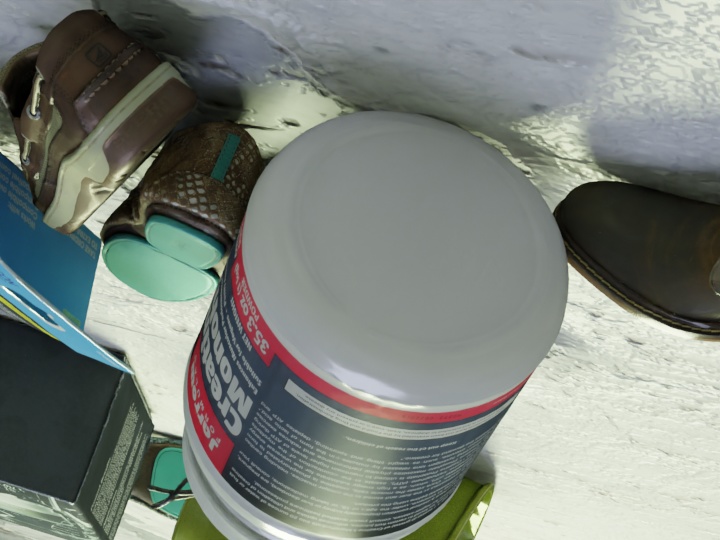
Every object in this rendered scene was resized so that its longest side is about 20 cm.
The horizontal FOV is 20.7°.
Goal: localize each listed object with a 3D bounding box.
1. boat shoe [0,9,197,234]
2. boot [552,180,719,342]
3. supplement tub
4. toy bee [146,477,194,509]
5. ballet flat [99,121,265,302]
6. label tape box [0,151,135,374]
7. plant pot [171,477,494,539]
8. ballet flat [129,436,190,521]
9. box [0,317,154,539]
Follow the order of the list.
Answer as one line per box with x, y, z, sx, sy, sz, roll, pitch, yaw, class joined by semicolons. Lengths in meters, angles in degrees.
-0.127;-0.074;0.897;0.075;0.075;0.202;45;160;-6;boat shoe
0.166;-0.019;0.789;0.199;0.075;0.097;22;140;26;boot
-0.001;0.038;0.878;0.140;0.141;0.200;19;144;-5;supplement tub
-0.048;0.072;1.209;0.199;0.109;0.131;-14;176;0;toy bee
-0.081;-0.029;0.964;0.070;0.066;0.200;28;166;-12;ballet flat
-0.204;-0.033;1.010;0.199;0.066;0.143;22;166;32;label tape box
-0.030;0.203;1.466;0.192;0.201;0.201;28;165;10;plant pot
-0.178;0.172;1.716;0.199;0.075;0.074;18;163;8;ballet flat
-0.279;0.118;1.535;0.199;0.125;0.197;16;161;6;box
